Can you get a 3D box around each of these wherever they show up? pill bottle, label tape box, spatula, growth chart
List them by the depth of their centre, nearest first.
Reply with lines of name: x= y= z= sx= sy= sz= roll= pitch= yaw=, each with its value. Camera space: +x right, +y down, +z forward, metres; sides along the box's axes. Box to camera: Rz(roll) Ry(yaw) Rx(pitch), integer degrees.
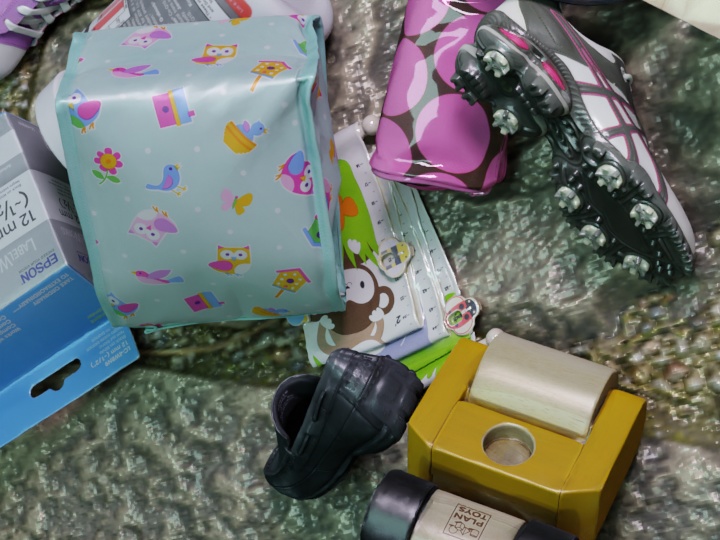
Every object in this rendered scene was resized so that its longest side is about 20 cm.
growth chart: x=0.000 y=0.000 z=1.251 sx=0.144 sy=0.018 sz=0.201 roll=-36 pitch=70 yaw=26
pill bottle: x=-0.124 y=-0.146 z=1.271 sx=0.200 sy=0.116 sz=0.116 roll=-38 pitch=71 yaw=24
label tape box: x=-0.263 y=0.008 z=1.359 sx=0.143 sy=0.066 sz=0.201 roll=-32 pitch=66 yaw=15
spatula: x=-0.257 y=0.018 z=1.402 sx=0.199 sy=0.021 sz=0.057 roll=24 pitch=95 yaw=28

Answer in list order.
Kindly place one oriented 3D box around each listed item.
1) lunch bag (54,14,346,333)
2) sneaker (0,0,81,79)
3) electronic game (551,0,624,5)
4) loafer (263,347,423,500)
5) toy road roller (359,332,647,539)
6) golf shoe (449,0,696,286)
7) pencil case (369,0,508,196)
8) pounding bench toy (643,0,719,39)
lunch bag: x=-0.096 y=-0.053 z=1.196 sx=0.169 sy=0.122 sz=0.201 roll=-5 pitch=124 yaw=2
sneaker: x=-0.218 y=-0.213 z=1.357 sx=0.114 sy=0.072 sz=0.202 roll=33 pitch=105 yaw=24
electronic game: x=0.136 y=-0.257 z=1.094 sx=0.042 sy=0.198 sz=0.202 roll=-155 pitch=75 yaw=-70
loafer: x=-0.025 y=0.094 z=1.188 sx=0.070 sy=0.068 sz=0.201 roll=32 pitch=152 yaw=-8
toy road roller: x=0.084 y=0.152 z=1.130 sx=0.122 sy=0.201 sz=0.147 roll=18 pitch=139 yaw=18
golf shoe: x=0.146 y=-0.083 z=1.119 sx=0.200 sy=0.088 sz=0.077 roll=51 pitch=147 yaw=-11
pencil case: x=0.071 y=-0.146 z=1.176 sx=0.093 sy=0.091 sz=0.202 roll=14 pitch=100 yaw=-4
pounding bench toy: x=0.248 y=-0.219 z=1.026 sx=0.124 sy=0.156 sz=0.201 roll=32 pitch=104 yaw=27
